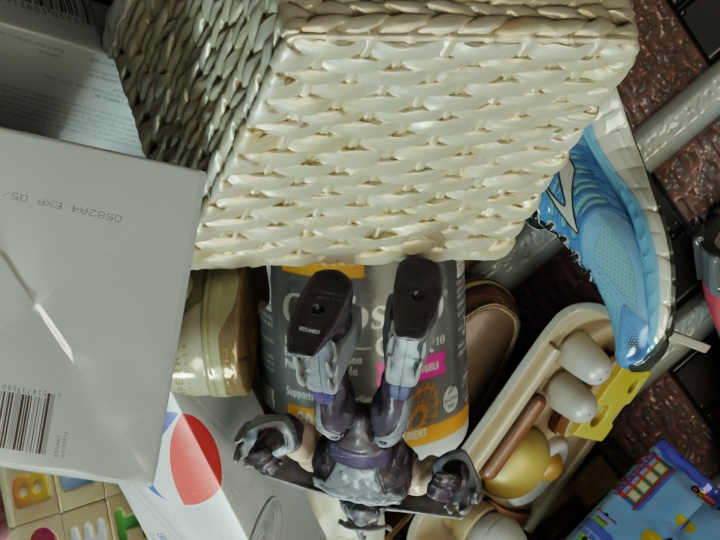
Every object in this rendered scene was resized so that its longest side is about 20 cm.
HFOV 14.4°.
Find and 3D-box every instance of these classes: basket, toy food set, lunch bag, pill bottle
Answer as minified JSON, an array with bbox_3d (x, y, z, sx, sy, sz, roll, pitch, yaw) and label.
[{"bbox_3d":[0.004,-0.115,1.366,0.199,0.162,0.199,-2,146,-25],"label":"basket"},{"bbox_3d":[0.121,0.112,1.669,0.201,0.060,0.143,-55,153,10],"label":"toy food set"},{"bbox_3d":[0.168,0.213,1.746,0.151,0.094,0.200,-45,161,-11],"label":"lunch bag"},{"bbox_3d":[0.000,0.000,1.546,0.116,0.116,0.202,-9,108,-20],"label":"pill bottle"}]

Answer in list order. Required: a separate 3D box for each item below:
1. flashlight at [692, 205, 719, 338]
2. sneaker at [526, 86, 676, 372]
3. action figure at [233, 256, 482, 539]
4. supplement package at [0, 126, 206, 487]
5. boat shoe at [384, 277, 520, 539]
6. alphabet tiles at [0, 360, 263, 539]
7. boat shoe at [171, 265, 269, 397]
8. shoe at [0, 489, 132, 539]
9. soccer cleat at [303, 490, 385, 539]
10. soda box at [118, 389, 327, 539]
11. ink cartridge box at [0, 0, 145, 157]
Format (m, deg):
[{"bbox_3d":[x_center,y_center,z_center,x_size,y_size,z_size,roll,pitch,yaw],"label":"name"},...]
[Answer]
[{"bbox_3d":[0.244,0.054,1.735,0.067,0.068,0.201,-23,128,-14],"label":"flashlight"},{"bbox_3d":[0.119,-0.034,1.579,0.089,0.201,0.078,-19,164,1],"label":"sneaker"},{"bbox_3d":[-0.001,0.079,1.445,0.129,0.070,0.201,3,140,2],"label":"action figure"},{"bbox_3d":[-0.192,0.012,1.349,0.151,0.200,0.152,12,86,-29],"label":"supplement package"},{"bbox_3d":[0.032,0.098,1.651,0.072,0.068,0.201,31,100,-31],"label":"boat shoe"},{"bbox_3d":[-0.119,0.100,1.544,0.199,0.006,0.168,-15,97,-47],"label":"alphabet tiles"},{"bbox_3d":[-0.083,0.000,1.435,0.064,0.200,0.072,-5,114,4],"label":"boat shoe"},{"bbox_3d":[-0.135,0.161,1.594,0.199,0.091,0.072,23,105,-33],"label":"shoe"},{"bbox_3d":[-0.019,0.197,1.599,0.069,0.078,0.201,1,114,-14],"label":"soccer cleat"},{"bbox_3d":[-0.094,0.086,1.513,0.063,0.068,0.201,-14,112,31],"label":"soda box"},{"bbox_3d":[-0.171,-0.053,1.503,0.162,0.057,0.200,14,130,-30],"label":"ink cartridge box"}]
